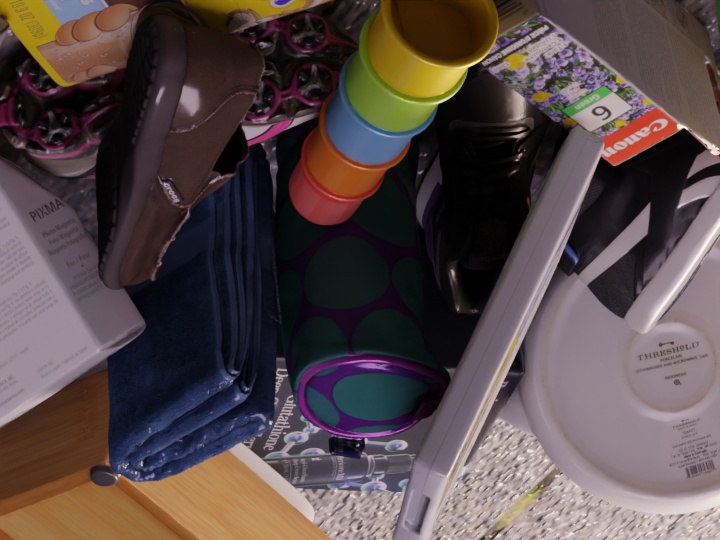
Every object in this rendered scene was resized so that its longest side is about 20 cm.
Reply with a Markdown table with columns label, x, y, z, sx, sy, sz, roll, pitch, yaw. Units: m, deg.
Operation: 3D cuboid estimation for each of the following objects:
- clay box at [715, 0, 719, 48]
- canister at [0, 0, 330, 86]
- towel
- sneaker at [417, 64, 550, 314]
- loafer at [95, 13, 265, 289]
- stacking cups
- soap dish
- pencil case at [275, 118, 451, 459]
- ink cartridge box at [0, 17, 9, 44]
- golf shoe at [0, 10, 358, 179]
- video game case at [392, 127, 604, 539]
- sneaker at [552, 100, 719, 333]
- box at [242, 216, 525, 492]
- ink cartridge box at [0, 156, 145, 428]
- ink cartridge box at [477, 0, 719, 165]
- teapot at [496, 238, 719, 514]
| label | x | y | z | sx | sy | sz | roll | pitch | yaw |
| --- | --- | --- | --- | --- | --- | --- | --- | --- | --- |
| clay box | 0.240 | -0.084 | 1.345 | 0.047 | 0.201 | 0.115 | -24 | 143 | 38 |
| canister | -0.084 | -0.175 | 1.252 | 0.199 | 0.087 | 0.149 | -17 | 145 | 14 |
| towel | -0.098 | 0.014 | 1.416 | 0.111 | 0.201 | 0.048 | -30 | 135 | 29 |
| sneaker | 0.078 | -0.050 | 1.461 | 0.075 | 0.088 | 0.200 | -4 | 145 | -6 |
| loafer | -0.092 | -0.051 | 1.303 | 0.071 | 0.073 | 0.200 | 3 | 150 | -15 |
| stacking cups | 0.013 | -0.082 | 1.303 | 0.060 | 0.061 | 0.200 | 2 | 154 | -15 |
| soap dish | -0.136 | 0.146 | 1.527 | 0.157 | 0.082 | 0.200 | -21 | 130 | 33 |
| pencil case | 0.000 | 0.000 | 1.420 | 0.092 | 0.201 | 0.085 | 21 | 132 | -27 |
| ink cartridge box | -0.302 | -0.096 | 1.276 | 0.200 | 0.043 | 0.198 | 34 | 120 | 0 |
| golf shoe | -0.091 | -0.095 | 1.388 | 0.199 | 0.073 | 0.092 | -9 | 162 | 10 |
| video game case | 0.071 | 0.041 | 1.365 | 0.022 | 0.201 | 0.182 | 25 | 162 | 5 |
| sneaker | 0.176 | -0.073 | 1.467 | 0.200 | 0.112 | 0.073 | -56 | 170 | 14 |
| box | -0.020 | 0.054 | 1.575 | 0.199 | 0.107 | 0.149 | 3 | 144 | -17 |
| ink cartridge box | -0.231 | -0.012 | 1.409 | 0.162 | 0.201 | 0.057 | -32 | 176 | 36 |
| ink cartridge box | 0.124 | -0.121 | 1.351 | 0.050 | 0.109 | 0.200 | -29 | 140 | 27 |
| teapot | 0.192 | 0.054 | 1.588 | 0.199 | 0.198 | 0.146 | 28 | -177 | 3 |
